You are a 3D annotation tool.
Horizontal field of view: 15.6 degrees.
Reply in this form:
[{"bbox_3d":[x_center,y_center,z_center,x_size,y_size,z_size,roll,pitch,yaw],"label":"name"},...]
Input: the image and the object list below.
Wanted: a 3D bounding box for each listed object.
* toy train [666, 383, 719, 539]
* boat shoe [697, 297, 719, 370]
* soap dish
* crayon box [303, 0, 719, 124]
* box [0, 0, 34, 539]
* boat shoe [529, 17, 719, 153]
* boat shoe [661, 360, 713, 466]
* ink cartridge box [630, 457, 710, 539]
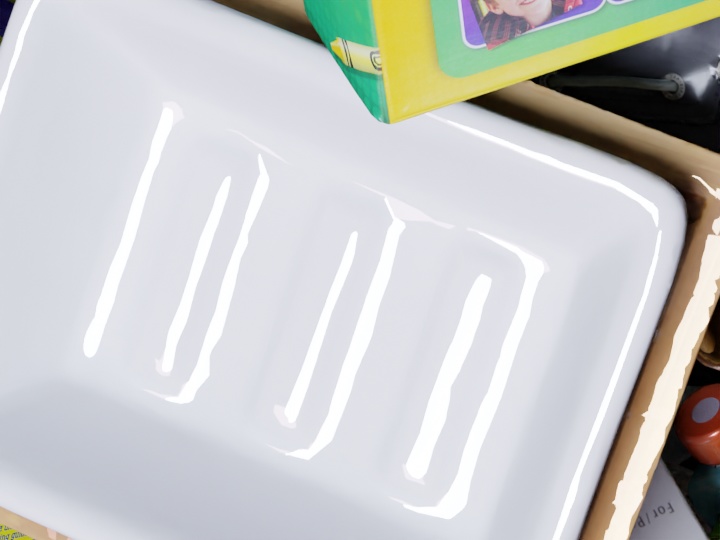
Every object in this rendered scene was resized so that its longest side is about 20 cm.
[{"bbox_3d":[0.167,0.111,0.765,0.199,0.056,0.150,27,156,13],"label":"toy train"},{"bbox_3d":[0.111,-0.011,0.720,0.200,0.067,0.072,47,144,42],"label":"boat shoe"},{"bbox_3d":[-0.012,0.013,0.682,0.199,0.081,0.158,22,99,16],"label":"soap dish"},{"bbox_3d":[0.079,-0.123,0.610,0.199,0.058,0.119,-18,131,-10],"label":"crayon box"},{"bbox_3d":[-0.164,0.006,0.816,0.199,0.122,0.194,28,112,34],"label":"box"},{"bbox_3d":[0.075,-0.068,0.705,0.199,0.073,0.063,-7,142,30],"label":"boat shoe"},{"bbox_3d":[0.026,0.054,0.855,0.199,0.075,0.061,-22,64,28],"label":"boat shoe"},{"bbox_3d":[0.090,0.145,0.781,0.177,0.044,0.200,59,166,25],"label":"ink cartridge box"}]
